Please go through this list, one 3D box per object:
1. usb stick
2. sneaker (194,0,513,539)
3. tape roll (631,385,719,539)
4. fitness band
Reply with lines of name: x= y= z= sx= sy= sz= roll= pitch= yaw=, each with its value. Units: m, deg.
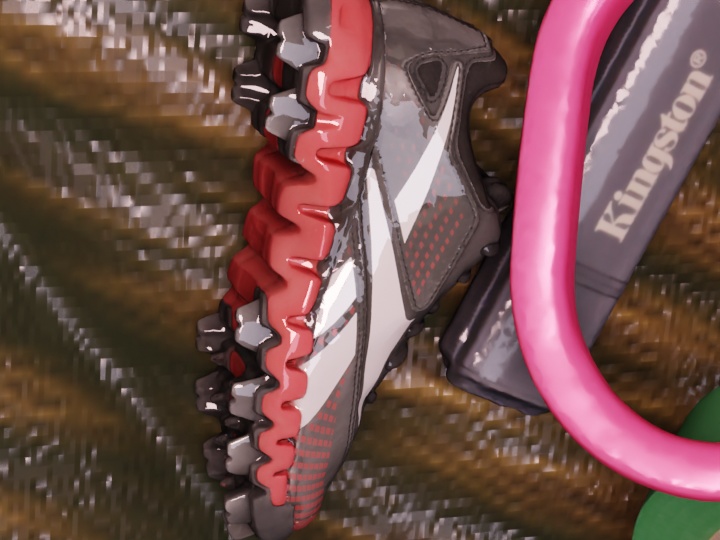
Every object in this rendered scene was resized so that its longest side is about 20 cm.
usb stick: x=0.092 y=-0.041 z=0.761 sx=0.055 sy=0.033 sz=0.201 roll=24 pitch=101 yaw=-25
sneaker: x=0.000 y=0.000 z=0.719 sx=0.097 sy=0.071 sz=0.202 roll=4 pitch=108 yaw=-20
tape roll: x=0.196 y=0.115 z=0.762 sx=0.201 sy=0.200 sz=0.048 roll=54 pitch=53 yaw=-29
fitness band: x=0.121 y=-0.026 z=0.697 sx=0.142 sy=0.037 sz=0.202 roll=5 pitch=84 yaw=13
